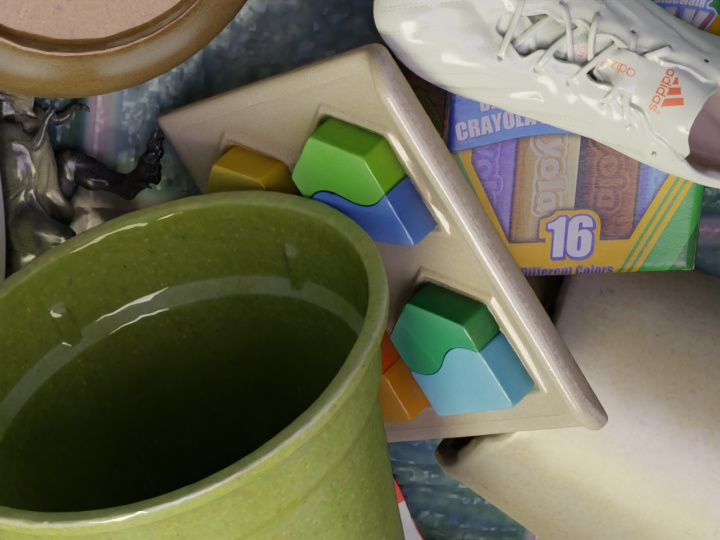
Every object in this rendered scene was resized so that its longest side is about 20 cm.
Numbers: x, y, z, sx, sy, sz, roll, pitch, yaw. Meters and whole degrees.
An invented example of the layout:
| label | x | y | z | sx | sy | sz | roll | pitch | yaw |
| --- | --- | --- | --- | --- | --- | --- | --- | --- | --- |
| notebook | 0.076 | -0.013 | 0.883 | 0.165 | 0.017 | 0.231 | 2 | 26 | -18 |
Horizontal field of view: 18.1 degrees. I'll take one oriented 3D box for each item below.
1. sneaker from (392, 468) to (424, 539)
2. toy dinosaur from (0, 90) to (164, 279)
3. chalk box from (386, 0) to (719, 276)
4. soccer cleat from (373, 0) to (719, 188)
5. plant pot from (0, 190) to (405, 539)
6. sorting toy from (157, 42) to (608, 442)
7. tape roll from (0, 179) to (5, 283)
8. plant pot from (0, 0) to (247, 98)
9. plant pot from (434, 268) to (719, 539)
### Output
| label | x | y | z | sx | sy | sz | roll | pitch | yaw |
| --- | --- | --- | --- | --- | --- | --- | --- | --- | --- |
| sneaker | 0.006 | 0.173 | 1.110 | 0.200 | 0.070 | 0.094 | 55 | 50 | -32 |
| toy dinosaur | -0.136 | -0.024 | 1.026 | 0.087 | 0.048 | 0.201 | 4 | 114 | 4 |
| chalk box | 0.083 | -0.112 | 0.993 | 0.123 | 0.125 | 0.201 | -1 | 116 | -12 |
| soccer cleat | 0.102 | -0.080 | 0.899 | 0.199 | 0.078 | 0.070 | 17 | 110 | -19 |
| plant pot | -0.059 | 0.101 | 0.939 | 0.199 | 0.201 | 0.185 | -22 | 123 | -2 |
| sorting toy | 0.000 | 0.000 | 0.973 | 0.036 | 0.200 | 0.186 | -40 | 107 | -27 |
| tape roll | -0.194 | 0.008 | 0.917 | 0.037 | 0.203 | 0.204 | 4 | 116 | 11 |
| plant pot | -0.122 | -0.170 | 0.948 | 0.199 | 0.027 | 0.202 | -4 | 104 | -17 |
| plant pot | 0.144 | 0.074 | 1.071 | 0.183 | 0.201 | 0.201 | 29 | 106 | -12 |
